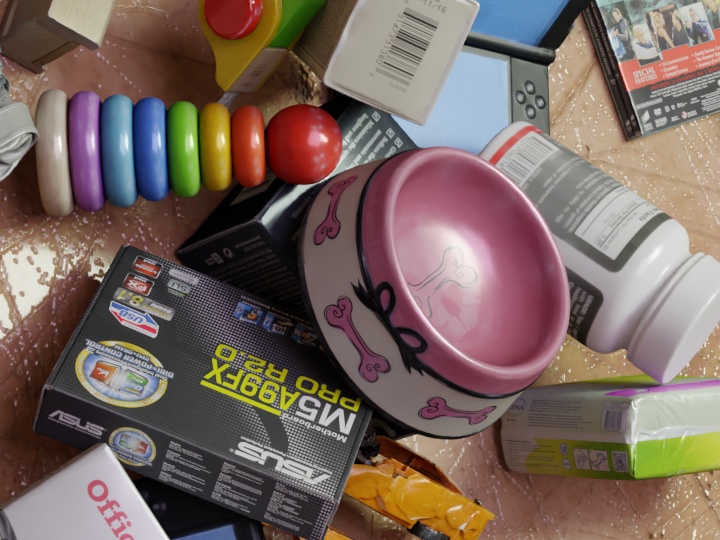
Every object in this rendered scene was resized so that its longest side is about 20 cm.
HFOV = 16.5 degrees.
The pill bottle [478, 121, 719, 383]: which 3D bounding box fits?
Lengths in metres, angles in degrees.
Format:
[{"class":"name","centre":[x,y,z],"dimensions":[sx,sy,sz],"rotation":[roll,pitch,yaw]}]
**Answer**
[{"class":"pill bottle","centre":[0.167,-0.011,1.812],"dimensions":[0.200,0.114,0.114],"rotation":[35,53,16]}]

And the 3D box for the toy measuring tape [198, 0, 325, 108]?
[{"class":"toy measuring tape","centre":[-0.096,-0.151,1.691],"dimensions":[0.074,0.200,0.074],"rotation":[33,26,-18]}]

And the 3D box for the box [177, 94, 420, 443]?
[{"class":"box","centre":[0.000,0.000,1.748],"dimensions":[0.200,0.107,0.148],"rotation":[49,55,-15]}]

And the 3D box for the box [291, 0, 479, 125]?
[{"class":"box","centre":[0.008,-0.171,1.690],"dimensions":[0.078,0.200,0.095],"rotation":[22,100,-15]}]

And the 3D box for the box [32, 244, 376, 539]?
[{"class":"box","centre":[-0.092,0.077,1.613],"dimensions":[0.200,0.044,0.160],"rotation":[22,38,1]}]

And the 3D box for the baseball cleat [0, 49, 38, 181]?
[{"class":"baseball cleat","centre":[-0.248,-0.129,1.613],"dimensions":[0.106,0.070,0.200],"rotation":[19,73,3]}]

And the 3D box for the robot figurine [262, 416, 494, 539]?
[{"class":"robot figurine","centre":[-0.013,0.167,1.711],"dimensions":[0.200,0.058,0.145],"rotation":[30,87,-26]}]

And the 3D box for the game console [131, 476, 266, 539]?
[{"class":"game console","centre":[-0.143,0.235,1.573],"dimensions":[0.119,0.172,0.200],"rotation":[-4,78,-75]}]

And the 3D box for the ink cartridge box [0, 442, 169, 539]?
[{"class":"ink cartridge box","centre":[-0.200,0.217,1.503],"dimensions":[0.200,0.084,0.145],"rotation":[-33,91,-11]}]

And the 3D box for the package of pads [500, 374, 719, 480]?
[{"class":"package of pads","centre":[0.222,0.114,1.849],"dimensions":[0.200,0.154,0.068],"rotation":[-2,90,-37]}]

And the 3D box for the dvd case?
[{"class":"dvd case","centre":[0.241,-0.217,2.035],"dimensions":[0.146,0.022,0.200],"rotation":[-20,91,-38]}]

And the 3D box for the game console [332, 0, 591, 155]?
[{"class":"game console","centre":[0.090,-0.166,1.851],"dimensions":[0.200,0.116,0.176],"rotation":[10,72,-33]}]

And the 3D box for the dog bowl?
[{"class":"dog bowl","centre":[0.057,0.007,1.650],"dimensions":[0.200,0.074,0.200],"rotation":[22,53,-33]}]

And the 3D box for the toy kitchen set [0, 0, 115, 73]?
[{"class":"toy kitchen set","centre":[-0.114,-0.219,1.688],"dimensions":[0.180,0.163,0.200],"rotation":[28,63,-27]}]

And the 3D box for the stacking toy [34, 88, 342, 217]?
[{"class":"stacking toy","centre":[-0.112,-0.083,1.644],"dimensions":[0.200,0.085,0.085],"rotation":[-4,78,-1]}]
